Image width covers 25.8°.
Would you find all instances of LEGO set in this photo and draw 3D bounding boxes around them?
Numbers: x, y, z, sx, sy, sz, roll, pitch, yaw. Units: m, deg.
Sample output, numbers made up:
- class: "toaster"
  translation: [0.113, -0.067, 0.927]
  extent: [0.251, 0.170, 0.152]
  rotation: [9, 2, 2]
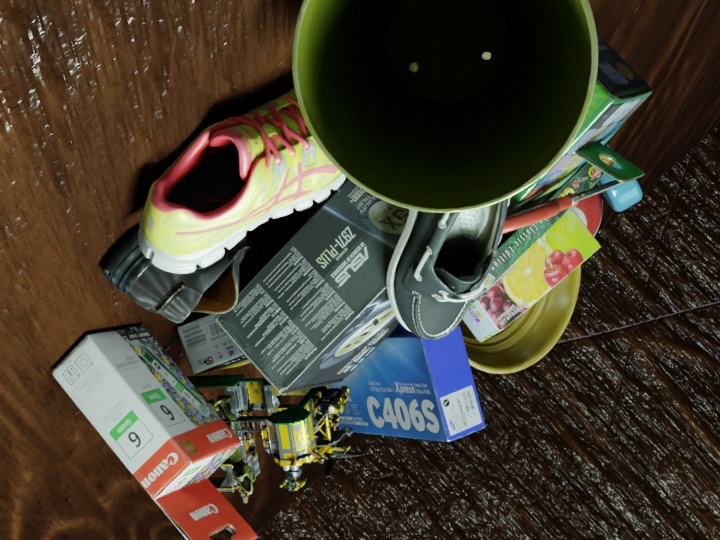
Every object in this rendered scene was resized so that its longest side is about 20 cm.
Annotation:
- class: "LEGO set"
  translation: [-0.101, 0.168, 1.403]
  extent: [0.199, 0.117, 0.154]
  rotation: [-5, -164, 10]

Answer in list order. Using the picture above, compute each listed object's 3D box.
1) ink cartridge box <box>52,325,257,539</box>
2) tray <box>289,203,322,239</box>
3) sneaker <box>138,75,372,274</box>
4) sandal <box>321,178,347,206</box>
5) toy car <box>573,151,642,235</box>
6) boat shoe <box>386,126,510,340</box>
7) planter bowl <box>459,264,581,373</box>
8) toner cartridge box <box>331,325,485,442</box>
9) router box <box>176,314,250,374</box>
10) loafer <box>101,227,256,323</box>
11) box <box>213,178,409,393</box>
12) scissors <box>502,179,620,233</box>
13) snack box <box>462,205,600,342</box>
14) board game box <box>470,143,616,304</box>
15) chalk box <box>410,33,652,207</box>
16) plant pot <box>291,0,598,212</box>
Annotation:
- class: "ink cartridge box"
  translation: [-0.152, 0.137, 1.281]
  extent: [0.050, 0.200, 0.109]
  rotation: [-44, 170, 14]
- class: "tray"
  translation: [0.008, -0.062, 1.538]
  extent: [0.099, 0.037, 0.200]
  rotation: [-49, 167, 34]
- class: "sneaker"
  translation: [-0.068, -0.078, 1.081]
  extent: [0.200, 0.078, 0.090]
  rotation: [-41, 164, -16]
- class: "sandal"
  translation: [0.000, -0.066, 1.368]
  extent: [0.075, 0.045, 0.201]
  rotation: [-27, 149, -26]
- class: "toy car"
  translation: [0.169, -0.112, 1.622]
  extent: [0.184, 0.178, 0.200]
  rotation: [-31, 158, 4]
- class: "boat shoe"
  translation: [0.067, -0.012, 1.172]
  extent: [0.075, 0.060, 0.201]
  rotation: [-20, 140, -20]
- class: "planter bowl"
  translation: [0.120, -0.002, 1.563]
  extent: [0.200, 0.201, 0.083]
  rotation: [-37, -156, -28]
- class: "toner cartridge box"
  translation: [0.032, 0.100, 1.429]
  extent: [0.043, 0.096, 0.200]
  rotation: [-16, -175, -28]
- class: "router box"
  translation: [-0.054, 0.038, 1.481]
  extent: [0.199, 0.051, 0.149]
  rotation: [-22, 175, 14]
- class: "loafer"
  translation: [-0.125, 0.006, 1.212]
  extent: [0.073, 0.072, 0.200]
  rotation: [-47, 170, 19]
- class: "box"
  translation: [0.000, 0.000, 1.302]
  extent: [0.200, 0.086, 0.164]
  rotation: [-46, 167, 11]
- class: "scissors"
  translation: [0.169, -0.054, 1.272]
  extent: [0.199, 0.014, 0.073]
  rotation: [-17, -179, -33]
- class: "snack box"
  translation: [0.108, -0.057, 1.459]
  extent: [0.142, 0.200, 0.053]
  rotation: [-37, -179, -24]
- class: "board game box"
  translation: [0.136, -0.031, 1.378]
  extent: [0.200, 0.023, 0.105]
  rotation: [-42, -178, -21]
- class: "chalk box"
  translation: [0.146, -0.138, 1.280]
  extent: [0.124, 0.200, 0.124]
  rotation: [-46, 168, 24]
- class: "plant pot"
  translation: [0.058, -0.149, 1.048]
  extent: [0.187, 0.187, 0.200]
  rotation: [-44, -174, 12]
